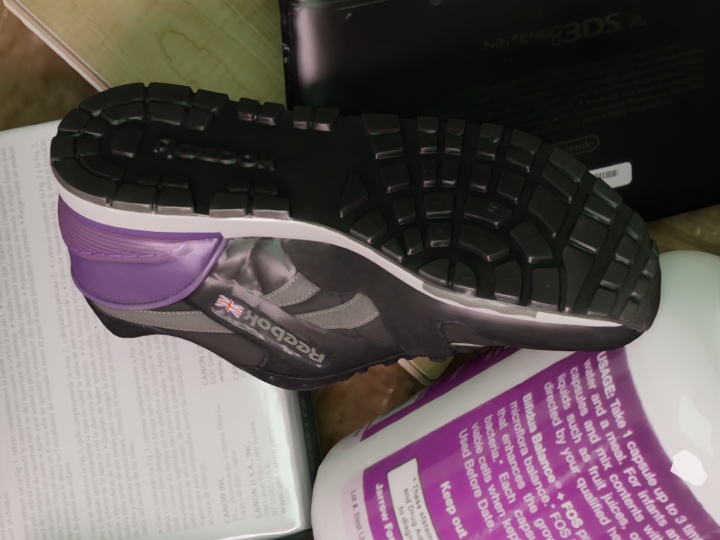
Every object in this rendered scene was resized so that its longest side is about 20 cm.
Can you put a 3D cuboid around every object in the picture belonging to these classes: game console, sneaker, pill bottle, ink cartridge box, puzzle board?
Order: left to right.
[{"bbox_3d":[-0.120,0.031,1.057,0.200,0.050,0.162,-10,84,13],"label":"ink cartridge box"},{"bbox_3d":[-0.007,-0.079,1.035,0.200,0.017,0.151,43,65,-10],"label":"puzzle board"},{"bbox_3d":[0.000,0.000,0.952,0.200,0.088,0.076,14,46,15],"label":"sneaker"},{"bbox_3d":[0.043,-0.106,1.043,0.200,0.116,0.176,-14,114,-24],"label":"game console"},{"bbox_3d":[0.091,0.062,0.972,0.200,0.112,0.112,-31,84,28],"label":"pill bottle"}]
